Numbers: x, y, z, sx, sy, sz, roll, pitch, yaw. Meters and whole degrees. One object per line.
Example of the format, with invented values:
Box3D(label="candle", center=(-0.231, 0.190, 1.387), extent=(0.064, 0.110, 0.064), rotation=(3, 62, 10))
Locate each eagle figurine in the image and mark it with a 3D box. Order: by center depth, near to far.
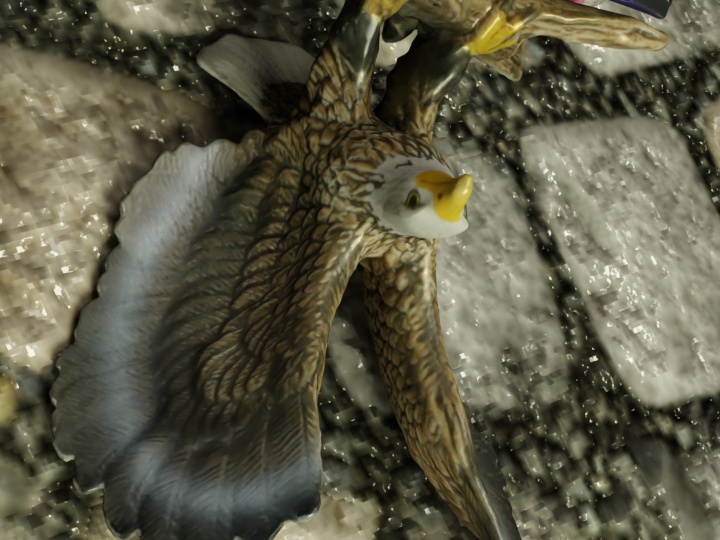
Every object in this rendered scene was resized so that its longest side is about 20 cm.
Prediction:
Box3D(label="eagle figurine", center=(0.000, -0.001, 0.607), extent=(0.151, 0.151, 0.201), rotation=(11, 85, 13))

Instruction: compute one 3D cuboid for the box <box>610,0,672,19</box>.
Box3D(label="box", center=(0.007, -0.149, 0.613), extent=(0.199, 0.079, 0.141), rotation=(23, 7, 13))

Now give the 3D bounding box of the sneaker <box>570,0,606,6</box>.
Box3D(label="sneaker", center=(0.076, -0.139, 0.767), extent=(0.199, 0.081, 0.089), rotation=(-23, 81, -36))
